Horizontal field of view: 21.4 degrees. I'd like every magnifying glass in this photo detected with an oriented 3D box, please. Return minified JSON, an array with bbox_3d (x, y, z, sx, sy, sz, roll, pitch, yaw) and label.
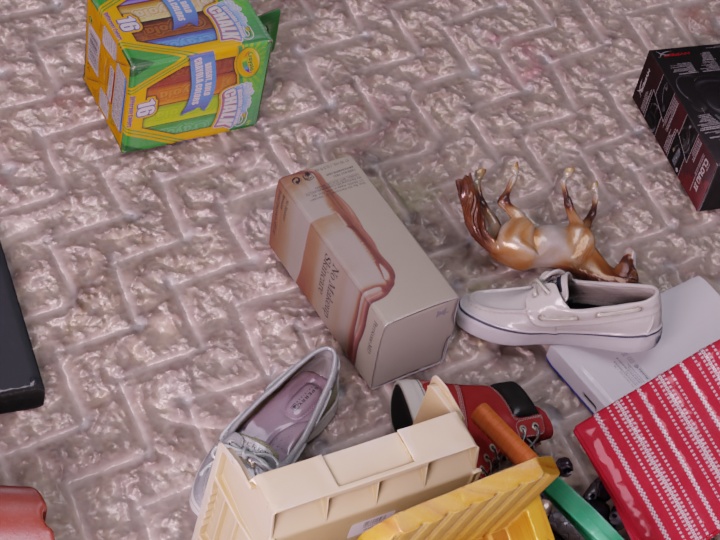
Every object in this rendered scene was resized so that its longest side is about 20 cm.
[{"bbox_3d":[0.167,0.187,1.617,0.022,0.080,0.200,-44,63,-5],"label":"magnifying glass"}]

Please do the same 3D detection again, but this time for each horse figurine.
[{"bbox_3d":[0.182,-0.043,1.912,0.198,0.050,0.134,6,64,-19],"label":"horse figurine"}]

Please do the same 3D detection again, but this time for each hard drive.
[{"bbox_3d":[-0.375,0.049,1.715,0.139,0.033,0.201,-8,51,-20],"label":"hard drive"},{"bbox_3d":[0.296,0.089,1.844,0.199,0.025,0.132,-23,57,-29],"label":"hard drive"}]

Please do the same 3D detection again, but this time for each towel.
[{"bbox_3d":[0.300,0.148,1.638,0.199,0.022,0.145,-31,72,2],"label":"towel"}]

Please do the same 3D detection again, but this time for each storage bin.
[{"bbox_3d":[-0.022,0.194,1.556,0.199,0.199,0.094,-15,57,-25],"label":"storage bin"}]

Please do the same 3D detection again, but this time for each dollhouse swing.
[{"bbox_3d":[0.082,0.258,1.483,0.199,0.176,0.183,-18,87,-21],"label":"dollhouse swing"}]

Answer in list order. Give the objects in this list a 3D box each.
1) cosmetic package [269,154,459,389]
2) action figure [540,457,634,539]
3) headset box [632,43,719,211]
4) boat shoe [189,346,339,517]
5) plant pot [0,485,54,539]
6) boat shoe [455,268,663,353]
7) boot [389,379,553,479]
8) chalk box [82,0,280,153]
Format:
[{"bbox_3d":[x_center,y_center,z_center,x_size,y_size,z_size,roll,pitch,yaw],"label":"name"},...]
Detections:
[{"bbox_3d":[0.000,0.000,1.802,0.087,0.104,0.200,-20,54,-26],"label":"cosmetic package"},{"bbox_3d":[0.216,0.210,1.687,0.199,0.069,0.130,-34,74,-30],"label":"action figure"},{"bbox_3d":[0.405,-0.152,2.053,0.148,0.078,0.201,-8,52,-19],"label":"headset box"},{"bbox_3d":[-0.081,0.145,1.675,0.074,0.065,0.202,32,49,16],"label":"boat shoe"},{"bbox_3d":[-0.341,0.244,1.451,0.194,0.201,0.202,1,48,-24],"label":"plant pot"},{"bbox_3d":[0.189,0.033,1.816,0.198,0.066,0.072,8,33,15],"label":"boat shoe"},{"bbox_3d":[0.116,0.173,1.692,0.143,0.073,0.201,1,42,-15],"label":"boot"},{"bbox_3d":[-0.169,-0.220,1.945,0.199,0.125,0.124,-14,53,-23],"label":"chalk box"}]
